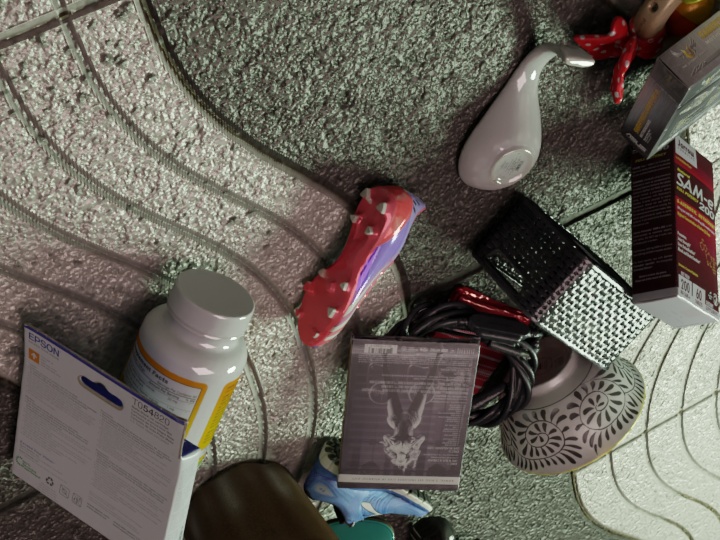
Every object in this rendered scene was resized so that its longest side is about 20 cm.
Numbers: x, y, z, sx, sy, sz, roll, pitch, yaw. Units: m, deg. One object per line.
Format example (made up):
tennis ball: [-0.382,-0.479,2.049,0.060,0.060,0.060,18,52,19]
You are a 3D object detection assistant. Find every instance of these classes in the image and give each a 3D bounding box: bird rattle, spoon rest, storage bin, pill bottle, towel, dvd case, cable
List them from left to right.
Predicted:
pill bottle: [-0.179,0.103,1.195,0.110,0.111,0.201,6,121,-37]
dvd case: [0.053,0.167,1.381,0.147,0.016,0.202,2,115,-7]
towel: [0.110,0.115,1.466,0.144,0.023,0.201,19,113,-42]
cable: [0.110,0.114,1.406,0.198,0.051,0.164,8,124,-13]
spoon rest: [0.171,-0.163,1.262,0.099,0.061,0.201,1,137,-33]
storage bin: [0.238,0.015,1.385,0.094,0.135,0.200,-47,136,10]
bird rattle: [0.326,-0.267,1.243,0.162,0.113,0.201,-13,136,-47]

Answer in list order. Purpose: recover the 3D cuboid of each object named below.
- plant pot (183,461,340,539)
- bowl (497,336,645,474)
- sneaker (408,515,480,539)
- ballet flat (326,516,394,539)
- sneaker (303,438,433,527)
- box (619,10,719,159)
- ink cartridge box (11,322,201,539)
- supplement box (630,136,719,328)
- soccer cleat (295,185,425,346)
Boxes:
plant pot: [-0.105,0.341,1.380,0.199,0.199,0.202,-19,134,-20]
bowl: [0.242,0.146,1.479,0.200,0.201,0.094,-37,118,-2]
sneaker: [0.129,0.391,1.682,0.115,0.076,0.201,-20,145,-26]
ballet flat: [-0.056,0.356,1.526,0.198,0.068,0.069,-14,89,-12]
sneaker: [0.008,0.275,1.502,0.199,0.079,0.089,25,116,-35]
box: [0.382,-0.224,1.283,0.199,0.048,0.159,-37,164,-15]
ink cartridge box: [-0.246,0.163,1.148,0.041,0.198,0.201,-38,151,-50]
supplement box: [0.364,-0.046,1.386,0.061,0.202,0.108,-14,154,39]
soccer cleat: [0.000,0.000,1.268,0.076,0.067,0.201,9,117,-44]
